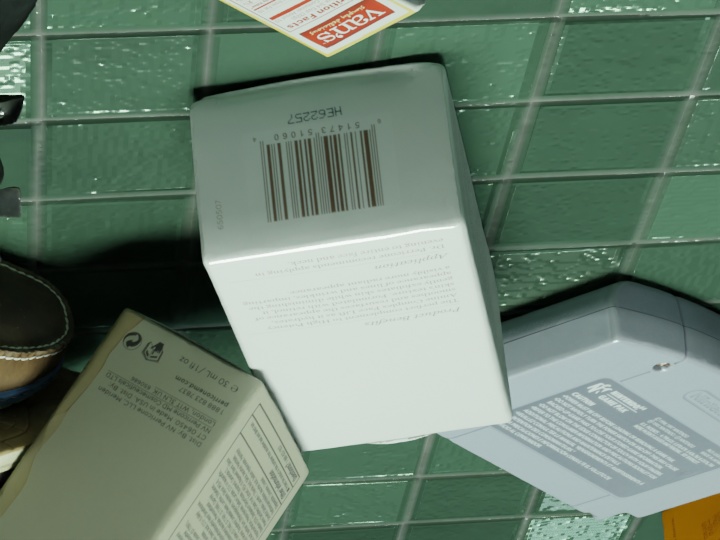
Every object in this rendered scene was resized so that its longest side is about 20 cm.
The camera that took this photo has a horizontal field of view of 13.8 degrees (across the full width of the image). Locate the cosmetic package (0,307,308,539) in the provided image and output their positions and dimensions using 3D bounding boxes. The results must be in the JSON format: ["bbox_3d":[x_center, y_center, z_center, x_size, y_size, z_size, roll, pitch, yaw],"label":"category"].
[{"bbox_3d":[-0.109,0.128,1.189,0.073,0.200,0.104,28,162,22],"label":"cosmetic package"}]

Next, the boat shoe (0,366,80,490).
[{"bbox_3d":[-0.160,0.084,1.215,0.072,0.065,0.200,13,-168,14],"label":"boat shoe"}]

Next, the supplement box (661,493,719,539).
[{"bbox_3d":[0.272,0.139,1.515,0.199,0.074,0.126,5,153,-23],"label":"supplement box"}]

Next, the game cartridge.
[{"bbox_3d":[0.122,0.061,1.367,0.133,0.041,0.200,-16,153,28],"label":"game cartridge"}]

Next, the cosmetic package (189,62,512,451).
[{"bbox_3d":[0.000,0.000,1.172,0.101,0.074,0.200,-8,156,4],"label":"cosmetic package"}]

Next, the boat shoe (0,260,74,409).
[{"bbox_3d":[-0.177,0.005,1.141,0.072,0.072,0.200,-41,149,29],"label":"boat shoe"}]

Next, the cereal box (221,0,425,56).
[{"bbox_3d":[-0.064,-0.154,0.757,0.039,0.145,0.200,-25,149,32],"label":"cereal box"}]

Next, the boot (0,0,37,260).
[{"bbox_3d":[-0.195,-0.059,0.951,0.197,0.074,0.163,3,132,-30],"label":"boot"}]
